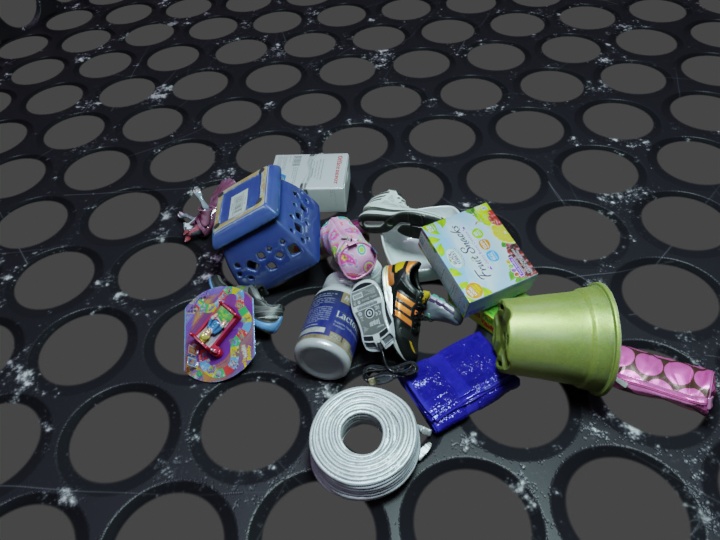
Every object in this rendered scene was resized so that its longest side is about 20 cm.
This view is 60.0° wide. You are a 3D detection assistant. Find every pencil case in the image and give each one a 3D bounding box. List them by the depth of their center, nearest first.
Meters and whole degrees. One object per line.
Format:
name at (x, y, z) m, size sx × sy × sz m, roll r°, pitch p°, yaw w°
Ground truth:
pencil case at (0.529, 0.197, 1.119) m, size 0.197 × 0.093 × 0.093 m, roll 12°, pitch 10°, yaw 20°
pencil case at (-0.028, -0.053, 1.310) m, size 0.086 × 0.089 × 0.200 m, roll -15°, pitch 22°, yaw -9°

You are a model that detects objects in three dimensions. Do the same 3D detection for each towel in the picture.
towel at (0.184, 0.202, 1.177) m, size 0.197 × 0.050 × 0.148 m, roll -24°, pitch 49°, yaw -17°

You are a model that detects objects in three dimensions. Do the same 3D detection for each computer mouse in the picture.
computer mouse at (0.036, 0.115, 1.196) m, size 0.108 × 0.044 × 0.204 m, roll -21°, pitch 73°, yaw 19°

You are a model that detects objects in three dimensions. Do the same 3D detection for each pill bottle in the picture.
pill bottle at (-0.053, 0.106, 1.251) m, size 0.113 × 0.117 × 0.202 m, roll 6°, pitch 47°, yaw 12°

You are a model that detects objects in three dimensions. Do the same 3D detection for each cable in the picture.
cable at (0.007, 0.298, 1.088) m, size 0.198 × 0.070 × 0.200 m, roll 25°, pitch 53°, yaw 27°

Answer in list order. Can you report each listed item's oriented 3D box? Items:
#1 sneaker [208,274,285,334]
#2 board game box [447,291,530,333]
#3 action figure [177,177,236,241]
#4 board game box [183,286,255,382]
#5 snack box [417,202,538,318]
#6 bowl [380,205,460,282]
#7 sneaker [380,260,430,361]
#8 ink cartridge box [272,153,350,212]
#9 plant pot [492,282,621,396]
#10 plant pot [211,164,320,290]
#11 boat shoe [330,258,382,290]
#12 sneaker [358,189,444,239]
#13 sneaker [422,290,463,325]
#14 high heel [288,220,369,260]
sneaker at (-0.242, 0.062, 1.336) m, size 0.198 × 0.071 × 0.083 m, roll 28°, pitch 78°, yaw 23°
board game box at (0.287, 0.075, 1.291) m, size 0.101 × 0.048 × 0.199 m, roll -34°, pitch 51°, yaw -25°
action figure at (-0.368, -0.138, 1.564) m, size 0.149 × 0.134 × 0.201 m, roll 42°, pitch 67°, yaw -12°
board game box at (-0.294, 0.120, 1.262) m, size 0.155 × 0.039 × 0.204 m, roll -10°, pitch 67°, yaw 10°
snack box at (0.237, -0.024, 1.285) m, size 0.166 × 0.068 × 0.202 m, roll -20°, pitch 58°, yaw -16°
bowl at (0.148, -0.051, 1.412) m, size 0.196 × 0.075 × 0.202 m, roll -9°, pitch 46°, yaw -3°
sneaker at (0.100, 0.076, 1.235) m, size 0.089 × 0.070 × 0.204 m, roll -17°, pitch 72°, yaw 24°
ink cartridge box at (-0.129, -0.225, 1.605) m, size 0.196 × 0.087 × 0.148 m, roll 1°, pitch 46°, yaw 6°
plant pot at (0.339, 0.121, 1.122) m, size 0.180 × 0.203 × 0.203 m, roll 1°, pitch 45°, yaw 0°
plant pot at (-0.214, -0.098, 1.378) m, size 0.197 × 0.180 × 0.202 m, roll -24°, pitch 41°, yaw 18°
boat shoe at (0.000, 0.000, 1.367) m, size 0.072 × 0.069 × 0.199 m, roll -44°, pitch 26°, yaw -19°
sneaker at (0.101, -0.139, 1.400) m, size 0.197 × 0.076 × 0.116 m, roll 7°, pitch 48°, yaw 17°
sneaker at (0.116, 0.086, 1.301) m, size 0.198 × 0.075 × 0.088 m, roll 27°, pitch 77°, yaw 31°
high heel at (-0.072, -0.075, 1.484) m, size 0.196 × 0.069 × 0.096 m, roll -6°, pitch 24°, yaw 0°
